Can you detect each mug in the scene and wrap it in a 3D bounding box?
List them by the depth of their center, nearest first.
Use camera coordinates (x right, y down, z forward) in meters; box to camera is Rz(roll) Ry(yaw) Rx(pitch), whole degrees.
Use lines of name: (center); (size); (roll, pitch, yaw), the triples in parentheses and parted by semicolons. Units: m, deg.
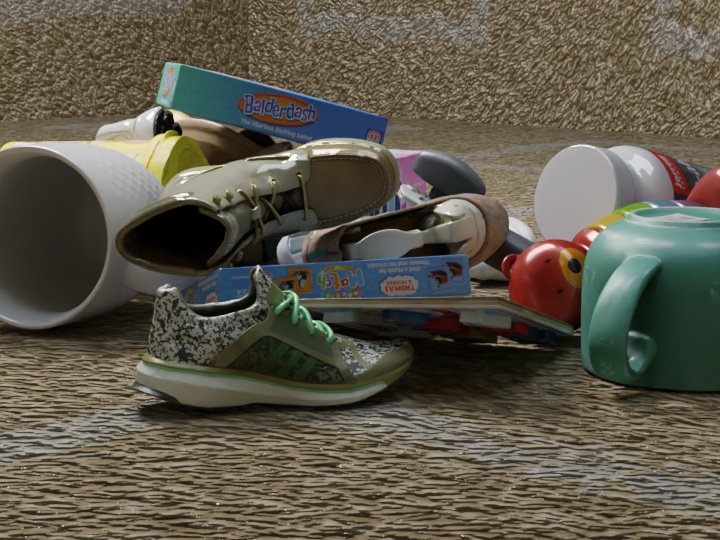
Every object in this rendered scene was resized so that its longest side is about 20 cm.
mug: (0.236, 0.018, 1.186); (0.151, 0.115, 0.185); (1, 9, 4)
mug: (-0.212, -0.024, 1.377); (0.199, 0.149, 0.175); (22, 12, 15)

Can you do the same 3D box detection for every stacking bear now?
stacking bear: (0.213, 0.001, 1.328); (0.199, 0.122, 0.114); (-12, -14, -19)

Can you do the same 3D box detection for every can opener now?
can opener: (0.121, -0.034, 1.453); (0.199, 0.067, 0.053); (34, 18, 10)

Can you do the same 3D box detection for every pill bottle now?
pill bottle: (0.255, -0.048, 1.470); (0.199, 0.117, 0.115); (10, 0, -42)

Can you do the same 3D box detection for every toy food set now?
toy food set: (-0.124, -0.089, 1.707); (0.199, 0.198, 0.049); (0, 47, 47)

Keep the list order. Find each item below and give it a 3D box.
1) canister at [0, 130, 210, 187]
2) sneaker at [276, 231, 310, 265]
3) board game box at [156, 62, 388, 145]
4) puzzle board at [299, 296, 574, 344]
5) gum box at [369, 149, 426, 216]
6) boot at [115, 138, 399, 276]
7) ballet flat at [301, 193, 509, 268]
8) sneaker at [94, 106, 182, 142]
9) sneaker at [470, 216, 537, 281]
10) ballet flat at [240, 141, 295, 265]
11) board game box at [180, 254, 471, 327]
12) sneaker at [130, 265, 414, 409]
canister: (-0.236, -0.059, 1.557); (0.199, 0.149, 0.087); (2, 51, 25)
sneaker: (0.000, 0.000, 1.443); (0.199, 0.073, 0.071); (1, -33, -42)
board game box: (-0.087, -0.152, 1.557); (0.199, 0.045, 0.152); (13, 5, -14)
puzzle board: (0.060, 0.039, 1.207); (0.150, 0.018, 0.200); (-1, -9, 22)
gum box: (0.004, -0.056, 1.627); (0.066, 0.114, 0.200); (5, 11, 23)
boot: (-0.076, -0.047, 1.260); (0.199, 0.073, 0.155); (-7, 13, 13)
ballet flat: (0.050, -0.024, 1.367); (0.199, 0.069, 0.067); (-15, 0, -25)
sneaker: (-0.197, -0.083, 1.638); (0.080, 0.200, 0.076); (-7, 49, 17)
sneaker: (0.098, -0.030, 1.641); (0.088, 0.076, 0.200); (-15, 15, -17)
ballet flat: (-0.106, -0.067, 1.595); (0.069, 0.070, 0.200); (-1, -30, -10)
board game box: (-0.036, 0.021, 1.270); (0.199, 0.037, 0.151); (-4, -8, -23)
sneaker: (-0.053, 0.042, 1.096); (0.199, 0.089, 0.077); (-1, 10, -24)
